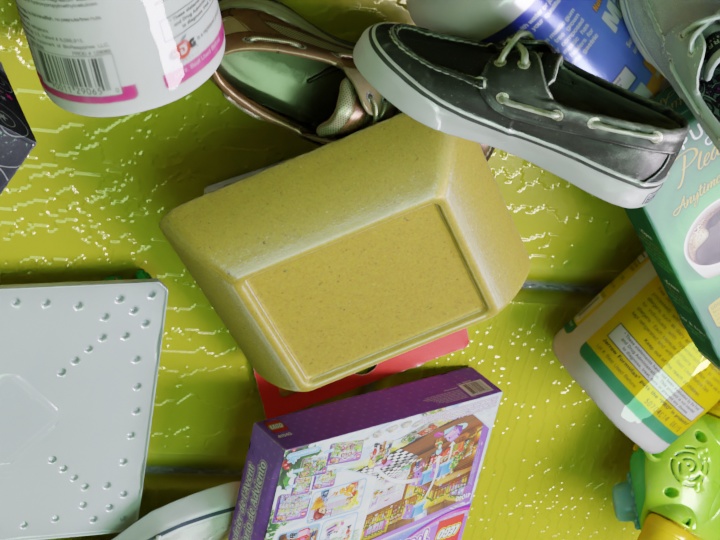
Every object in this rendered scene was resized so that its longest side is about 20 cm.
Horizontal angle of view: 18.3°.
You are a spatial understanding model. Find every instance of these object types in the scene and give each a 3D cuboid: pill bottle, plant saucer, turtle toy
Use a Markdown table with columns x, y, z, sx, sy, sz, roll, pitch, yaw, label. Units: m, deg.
| x | y | z | sx | sy | sz | roll | pitch | yaw | label |
| --- | --- | --- | --- | --- | --- | --- | --- | --- | --- |
| -0.149 | -0.198 | 1.255 | 0.113 | 0.113 | 0.201 | -19 | 127 | -10 | pill bottle |
| 0.000 | 0.000 | 1.405 | 0.199 | 0.049 | 0.200 | -22 | 143 | 6 | plant saucer |
| 0.263 | 0.169 | 1.667 | 0.200 | 0.101 | 0.146 | 37 | 78 | -38 | turtle toy |
| 0.099 | -0.165 | 1.379 | 0.112 | 0.112 | 0.200 | -43 | 127 | 8 | pill bottle |
| 0.241 | 0.023 | 1.559 | 0.200 | 0.113 | 0.113 | -44 | 127 | 8 | pill bottle |

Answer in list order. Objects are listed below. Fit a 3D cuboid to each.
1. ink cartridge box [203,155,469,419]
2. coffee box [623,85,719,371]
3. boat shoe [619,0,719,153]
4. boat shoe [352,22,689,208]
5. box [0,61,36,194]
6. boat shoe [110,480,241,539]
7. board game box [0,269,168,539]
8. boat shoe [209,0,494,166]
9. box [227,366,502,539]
| x | y | z | sx | sy | sz | roll | pitch | yaw | label |
| --- | --- | --- | --- | --- | --- | --- | --- | --- | --- |
| -0.005 | 0.009 | 1.490 | 0.160 | 0.050 | 0.201 | -19 | 124 | -10 | ink cartridge box |
| 0.238 | -0.039 | 1.425 | 0.123 | 0.044 | 0.200 | -38 | 128 | -5 | coffee box |
| 0.218 | -0.121 | 1.318 | 0.070 | 0.201 | 0.072 | -29 | 167 | -4 | boat shoe |
| 0.095 | -0.108 | 1.307 | 0.199 | 0.071 | 0.064 | 23 | 127 | -5 | boat shoe |
| -0.305 | -0.089 | 1.259 | 0.200 | 0.115 | 0.132 | 28 | 108 | -34 | box |
| -0.149 | 0.224 | 1.527 | 0.201 | 0.086 | 0.075 | -29 | 162 | -4 | boat shoe |
| -0.234 | 0.091 | 1.460 | 0.199 | 0.026 | 0.201 | -3 | 121 | -22 | board game box |
| -0.011 | -0.102 | 1.369 | 0.199 | 0.074 | 0.076 | 18 | 116 | -12 | boat shoe |
| 0.001 | 0.150 | 1.549 | 0.199 | 0.039 | 0.137 | -11 | 126 | -39 | box |
